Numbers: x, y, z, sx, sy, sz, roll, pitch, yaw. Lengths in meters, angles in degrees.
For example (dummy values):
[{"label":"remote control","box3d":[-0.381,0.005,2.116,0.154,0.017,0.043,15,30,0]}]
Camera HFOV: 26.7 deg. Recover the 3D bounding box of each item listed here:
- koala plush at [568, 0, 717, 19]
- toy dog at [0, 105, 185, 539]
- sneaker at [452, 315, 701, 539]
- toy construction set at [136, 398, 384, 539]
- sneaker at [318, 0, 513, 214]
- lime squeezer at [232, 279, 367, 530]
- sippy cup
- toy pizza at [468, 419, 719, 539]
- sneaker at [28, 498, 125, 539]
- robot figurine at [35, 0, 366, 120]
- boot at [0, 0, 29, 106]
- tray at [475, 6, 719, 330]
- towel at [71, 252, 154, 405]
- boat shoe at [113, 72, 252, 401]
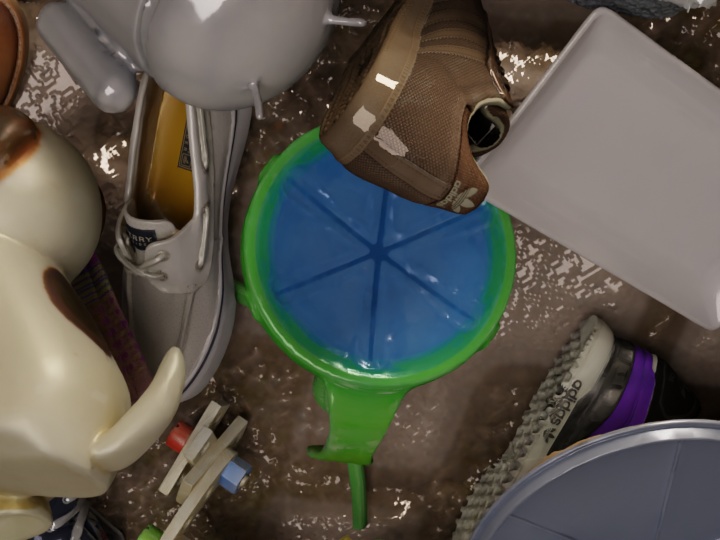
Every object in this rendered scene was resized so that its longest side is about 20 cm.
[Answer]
[{"label":"koala plush","box3d":[0.104,-0.200,0.706,0.184,0.177,0.200,-42,90,9]},{"label":"toy dog","box3d":[-0.185,0.016,0.759,0.193,0.139,0.201,-19,59,25]},{"label":"sneaker","box3d":[0.120,0.132,0.843,0.099,0.070,0.201,27,111,-3]},{"label":"toy construction set","box3d":[-0.052,0.168,0.850,0.200,0.092,0.132,38,113,23]},{"label":"sneaker","box3d":[0.035,-0.086,0.715,0.075,0.200,0.070,37,123,-9]},{"label":"lime squeezer","box3d":[-0.034,0.060,0.872,0.070,0.038,0.200,-33,97,18]},{"label":"sippy cup","box3d":[0.000,0.000,0.788,0.140,0.130,0.178,42,77,-1]},{"label":"toy pizza","box3d":[0.149,0.147,0.803,0.199,0.032,0.201,-4,129,-5]},{"label":"sneaker","box3d":[-0.181,0.120,0.905,0.108,0.070,0.201,19,100,-4]},{"label":"robot figurine","box3d":[-0.089,-0.158,0.765,0.200,0.113,0.170,43,93,23]},{"label":"boot","box3d":[-0.277,-0.074,0.824,0.200,0.155,0.077,-36,95,18]},{"label":"tray","box3d":[0.148,-0.048,0.764,0.199,0.022,0.108,27,108,-34]},{"label":"towel","box3d":[-0.204,0.030,0.852,0.143,0.023,0.201,-31,66,7]},{"label":"boat shoe","box3d":[-0.107,-0.021,0.834,0.071,0.070,0.201,17,103,25]}]
